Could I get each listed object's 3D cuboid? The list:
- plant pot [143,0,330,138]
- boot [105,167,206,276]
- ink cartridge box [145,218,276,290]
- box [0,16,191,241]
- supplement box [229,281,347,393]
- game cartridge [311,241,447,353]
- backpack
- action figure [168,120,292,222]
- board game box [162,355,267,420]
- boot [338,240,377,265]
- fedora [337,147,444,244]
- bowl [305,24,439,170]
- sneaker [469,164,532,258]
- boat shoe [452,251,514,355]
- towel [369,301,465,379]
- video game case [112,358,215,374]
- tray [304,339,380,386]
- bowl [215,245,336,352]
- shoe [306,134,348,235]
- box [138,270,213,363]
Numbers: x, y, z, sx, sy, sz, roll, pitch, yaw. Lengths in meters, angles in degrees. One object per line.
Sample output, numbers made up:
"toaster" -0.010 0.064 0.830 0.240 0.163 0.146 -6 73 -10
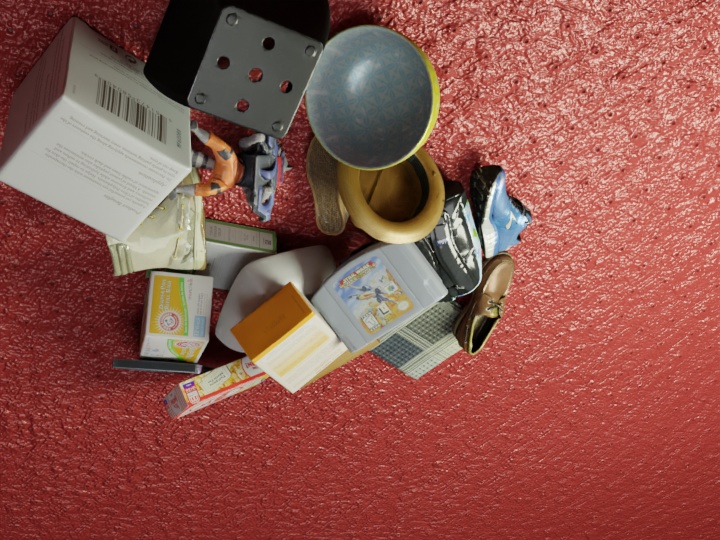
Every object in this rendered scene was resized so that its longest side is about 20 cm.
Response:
"plant pot" -0.148 -0.280 1.238 0.199 0.177 0.200 17 112 -25
"boot" -0.318 -0.090 1.466 0.154 0.072 0.200 -6 112 -12
"ink cartridge box" -0.248 -0.028 1.593 0.200 0.059 0.104 9 133 -17
"box" -0.359 -0.190 1.313 0.199 0.200 0.171 30 122 -33
"supplement box" -0.113 0.113 1.569 0.126 0.074 0.200 -39 153 -2
"game cartridge" 0.023 0.034 1.541 0.200 0.042 0.133 -34 103 24
"backpack" 0.128 -0.041 1.595 0.163 0.154 0.200 -23 112 11
"action figure" -0.184 -0.180 1.425 0.193 0.105 0.200 5 99 -43
"board game box" -0.245 0.201 1.732 0.200 0.046 0.151 -21 171 -26
"boot" 0.000 0.000 1.634 0.200 0.075 0.097 -8 115 56
"fedora" 0.034 -0.121 1.467 0.200 0.201 0.082 18 151 -25
"bowl" 0.033 -0.247 1.367 0.200 0.200 0.108 -40 171 28
"sneaker" 0.234 -0.106 1.589 0.089 0.079 0.200 -17 144 -2
"boat shoe" 0.233 0.062 1.730 0.072 0.068 0.200 8 119 -22
"towel" 0.112 0.114 1.819 0.200 0.035 0.192 -37 126 28
"video game case" -0.345 0.173 1.712 0.143 0.019 0.200 4 172 2
"tray" -0.059 0.134 1.757 0.200 0.099 0.037 -31 130 21
"bowl" -0.133 0.060 1.627 0.200 0.075 0.200 -14 145 -40
"shoe" -0.046 -0.148 1.517 0.070 0.053 0.200 11 132 10
"box" -0.310 0.082 1.601 0.101 0.113 0.200 6 162 -14
